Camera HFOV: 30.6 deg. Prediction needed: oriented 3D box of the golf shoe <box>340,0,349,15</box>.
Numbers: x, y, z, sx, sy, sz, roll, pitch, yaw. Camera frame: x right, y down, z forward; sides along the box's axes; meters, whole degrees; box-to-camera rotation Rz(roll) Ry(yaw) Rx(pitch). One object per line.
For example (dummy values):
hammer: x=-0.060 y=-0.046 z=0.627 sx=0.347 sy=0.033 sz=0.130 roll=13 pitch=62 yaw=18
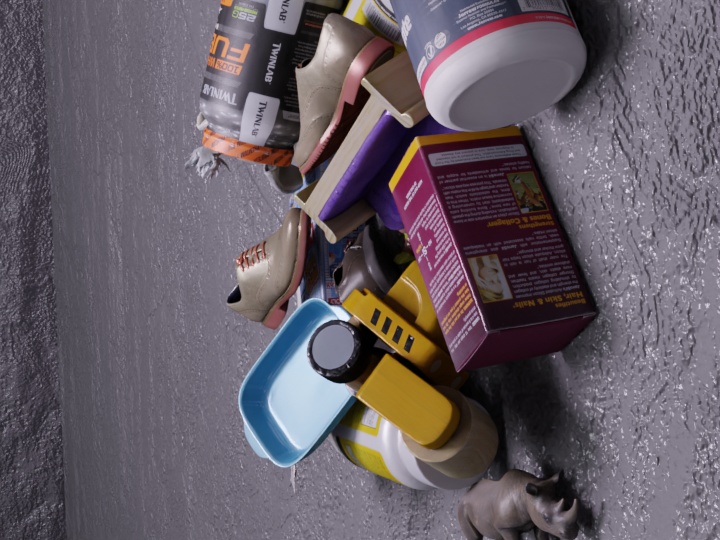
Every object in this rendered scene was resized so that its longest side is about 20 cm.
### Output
golf shoe: x=-0.005 y=-0.250 z=1.456 sx=0.092 sy=0.073 sz=0.200 roll=61 pitch=162 yaw=4

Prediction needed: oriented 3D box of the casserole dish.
casserole dish: x=-0.054 y=0.121 z=1.410 sx=0.200 sy=0.039 sz=0.121 roll=-53 pitch=57 yaw=24

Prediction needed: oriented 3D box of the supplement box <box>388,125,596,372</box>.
supplement box: x=0.115 y=-0.022 z=1.187 sx=0.086 sy=0.110 sz=0.200 roll=121 pitch=136 yaw=-57

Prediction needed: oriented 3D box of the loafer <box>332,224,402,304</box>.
loafer: x=0.000 y=0.000 z=1.432 sx=0.073 sy=0.071 sz=0.200 roll=58 pitch=-175 yaw=-4

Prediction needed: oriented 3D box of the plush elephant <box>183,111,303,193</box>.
plush elephant: x=-0.110 y=-0.177 z=1.505 sx=0.165 sy=0.200 sz=0.155 roll=43 pitch=-176 yaw=5

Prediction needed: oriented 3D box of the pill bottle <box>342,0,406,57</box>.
pill bottle: x=0.034 y=-0.234 z=1.303 sx=0.200 sy=0.111 sz=0.111 roll=126 pitch=131 yaw=-58

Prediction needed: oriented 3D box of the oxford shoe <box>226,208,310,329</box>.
oxford shoe: x=-0.107 y=-0.004 z=1.523 sx=0.200 sy=0.075 sz=0.071 roll=115 pitch=167 yaw=-45

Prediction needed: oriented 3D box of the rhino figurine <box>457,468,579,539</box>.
rhino figurine: x=0.152 y=0.234 z=1.254 sx=0.200 sy=0.060 sz=0.088 roll=-38 pitch=66 yaw=62

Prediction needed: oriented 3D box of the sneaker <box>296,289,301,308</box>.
sneaker: x=-0.069 y=0.099 z=1.692 sx=0.075 sy=0.087 sz=0.200 roll=145 pitch=116 yaw=-66

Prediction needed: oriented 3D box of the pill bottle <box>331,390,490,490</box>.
pill bottle: x=0.054 y=0.169 z=1.391 sx=0.200 sy=0.114 sz=0.115 roll=-176 pitch=79 yaw=-67

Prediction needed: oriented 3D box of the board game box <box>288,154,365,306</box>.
board game box: x=-0.045 y=-0.024 z=1.590 sx=0.200 sy=0.062 sz=0.200 roll=129 pitch=138 yaw=-60

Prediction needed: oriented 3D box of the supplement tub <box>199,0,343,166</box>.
supplement tub: x=-0.095 y=-0.215 z=1.355 sx=0.123 sy=0.122 sz=0.200 roll=32 pitch=111 yaw=61

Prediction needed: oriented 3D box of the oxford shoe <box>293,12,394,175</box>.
oxford shoe: x=-0.031 y=-0.172 z=1.286 sx=0.075 sy=0.070 sz=0.200 roll=41 pitch=139 yaw=7

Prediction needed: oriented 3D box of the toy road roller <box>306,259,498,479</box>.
toy road roller: x=0.061 y=0.084 z=1.233 sx=0.200 sy=0.146 sz=0.123 roll=38 pitch=179 yaw=31

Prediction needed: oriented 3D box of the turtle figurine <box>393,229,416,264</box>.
turtle figurine: x=0.044 y=-0.090 z=1.386 sx=0.200 sy=0.064 sz=0.162 roll=-1 pitch=108 yaw=52

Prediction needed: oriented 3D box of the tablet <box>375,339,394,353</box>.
tablet: x=0.033 y=0.067 z=1.405 sx=0.200 sy=0.014 sz=0.130 roll=-23 pitch=41 yaw=55

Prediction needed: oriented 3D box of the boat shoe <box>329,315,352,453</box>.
boat shoe: x=-0.002 y=0.142 z=1.608 sx=0.062 sy=0.073 sz=0.200 roll=-56 pitch=-31 yaw=-54

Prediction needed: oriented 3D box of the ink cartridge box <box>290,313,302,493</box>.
ink cartridge box: x=-0.059 y=0.150 z=1.530 sx=0.161 sy=0.050 sz=0.200 roll=133 pitch=135 yaw=-84

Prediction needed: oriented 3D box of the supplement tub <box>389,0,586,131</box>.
supplement tub: x=0.097 y=-0.233 z=1.118 sx=0.140 sy=0.140 sz=0.200 roll=125 pitch=132 yaw=-58

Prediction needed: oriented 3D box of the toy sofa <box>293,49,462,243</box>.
toy sofa: x=0.023 y=-0.107 z=1.264 sx=0.098 sy=0.083 sz=0.200 roll=46 pitch=139 yaw=9
